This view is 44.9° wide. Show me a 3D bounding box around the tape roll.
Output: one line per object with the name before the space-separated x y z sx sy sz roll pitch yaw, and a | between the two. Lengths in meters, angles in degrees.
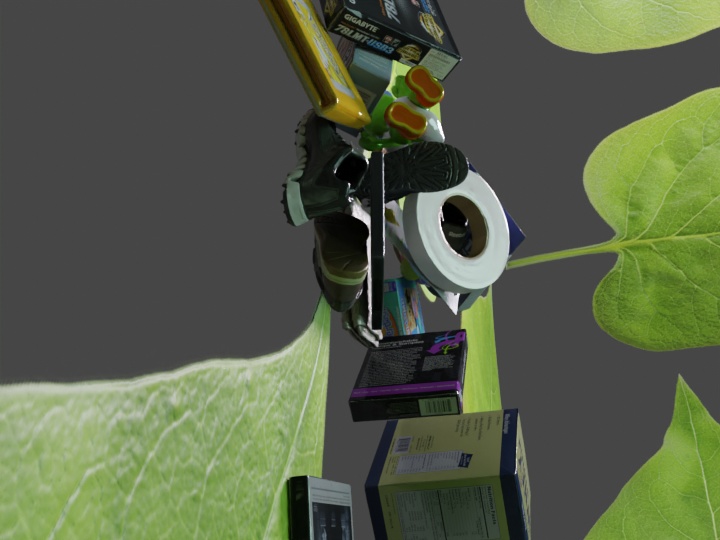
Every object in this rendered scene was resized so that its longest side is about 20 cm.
tape roll | 0.151 -0.065 1.358 0.201 0.037 0.205 13 67 -35

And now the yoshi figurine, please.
yoshi figurine | 0.044 -0.212 1.186 0.200 0.111 0.113 136 -57 -81

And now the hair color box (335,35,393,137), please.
hair color box | 0.001 -0.286 1.208 0.099 0.060 0.201 -54 -162 38

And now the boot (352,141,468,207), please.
boot | 0.067 -0.126 1.219 0.200 0.163 0.066 29 58 -84

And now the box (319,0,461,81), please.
box | 0.028 -0.368 1.189 0.197 0.050 0.201 17 44 -34

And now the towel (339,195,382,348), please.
towel | 0.000 0.000 1.197 0.133 0.034 0.202 46 38 -70

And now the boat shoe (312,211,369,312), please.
boat shoe | -0.028 -0.016 1.034 0.200 0.072 0.065 -87 -168 -68

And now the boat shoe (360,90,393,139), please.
boat shoe | 0.020 -0.246 1.366 0.200 0.068 0.085 24 46 -70

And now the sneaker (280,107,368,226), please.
sneaker | -0.032 -0.126 1.009 0.201 0.090 0.067 -82 160 -49

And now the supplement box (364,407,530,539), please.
supplement box | 0.128 0.300 1.205 0.200 0.198 0.136 -57 138 -70

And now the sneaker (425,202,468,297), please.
sneaker | 0.138 -0.051 1.447 0.066 0.090 0.202 -13 102 -35

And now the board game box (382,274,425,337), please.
board game box | 0.065 0.085 1.398 0.200 0.045 0.154 -9 90 -78

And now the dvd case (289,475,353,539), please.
dvd case | -0.035 0.316 0.885 0.150 0.024 0.202 47 37 -67

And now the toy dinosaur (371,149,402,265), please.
toy dinosaur | 0.044 -0.113 1.441 0.106 0.060 0.202 -47 127 -57

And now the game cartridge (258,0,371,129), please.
game cartridge | -0.052 -0.253 1.012 0.178 0.032 0.200 63 14 1

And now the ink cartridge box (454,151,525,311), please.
ink cartridge box | 0.167 -0.064 1.506 0.198 0.047 0.201 57 -39 24

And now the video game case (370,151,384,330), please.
video game case | 0.021 -0.031 1.091 0.201 0.019 0.144 86 3 -62

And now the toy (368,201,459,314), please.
toy | 0.080 -0.022 1.369 0.200 0.047 0.115 51 27 -15

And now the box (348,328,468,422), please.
box | 0.071 0.139 1.183 0.200 0.141 0.036 -65 146 -66
